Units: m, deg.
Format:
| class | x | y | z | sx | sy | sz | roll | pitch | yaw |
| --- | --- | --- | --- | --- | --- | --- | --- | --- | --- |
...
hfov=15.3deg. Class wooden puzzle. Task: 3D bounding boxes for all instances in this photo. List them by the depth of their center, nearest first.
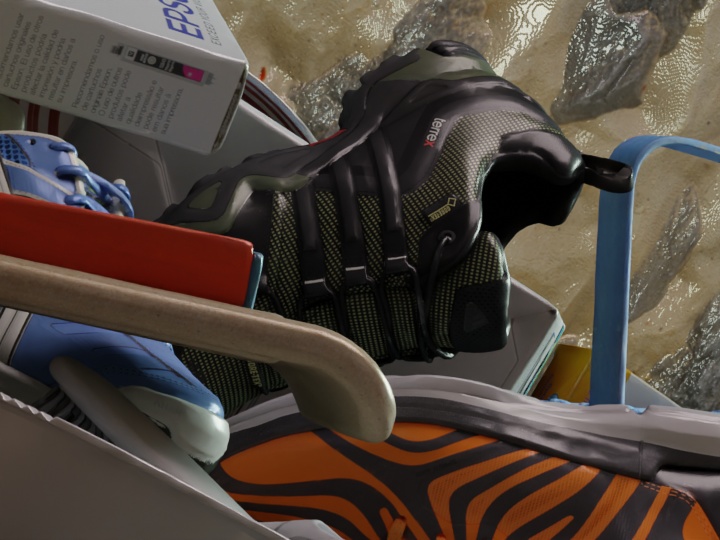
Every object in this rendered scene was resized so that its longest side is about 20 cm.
| class | x | y | z | sx | sy | sz | roll | pitch | yaw |
| --- | --- | --- | --- | --- | --- | --- | --- | --- | --- |
| wooden puzzle | -0.092 | -0.004 | 0.678 | 0.200 | 0.037 | 0.185 | 17 | -3 | -6 |

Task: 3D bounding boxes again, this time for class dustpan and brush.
| class | x | y | z | sx | sy | sz | roll | pitch | yaw |
| --- | --- | --- | --- | --- | --- | --- | --- | --- | --- |
| dustpan and brush | -0.032 | 0.061 | 0.595 | 0.200 | 0.057 | 0.140 | 35 | 1 | 42 |

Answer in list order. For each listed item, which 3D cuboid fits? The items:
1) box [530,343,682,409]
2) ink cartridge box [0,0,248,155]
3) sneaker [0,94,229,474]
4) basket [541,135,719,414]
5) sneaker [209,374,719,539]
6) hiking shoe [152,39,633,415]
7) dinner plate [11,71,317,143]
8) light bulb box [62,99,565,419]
| class | x | y | z | sx | sy | sz | roll | pitch | yaw |
| --- | --- | --- | --- | --- | --- | --- | --- | --- | --- |
| box | 0.136 | 0.132 | 1.117 | 0.200 | 0.119 | 0.041 | 34 | -10 | -17 |
| ink cartridge box | -0.151 | -0.117 | 0.935 | 0.200 | 0.043 | 0.196 | 17 | 19 | -21 |
| sneaker | -0.102 | 0.000 | 0.831 | 0.200 | 0.077 | 0.076 | 36 | 0 | 43 |
| basket | 0.152 | 0.056 | 1.022 | 0.176 | 0.200 | 0.139 | 10 | 0 | -34 |
| sneaker | 0.044 | 0.100 | 0.883 | 0.200 | 0.112 | 0.078 | 3 | -28 | -3 |
| hiking shoe | 0.000 | 0.000 | 0.919 | 0.101 | 0.200 | 0.076 | 32 | -26 | 35 |
| dinner plate | -0.083 | -0.037 | 1.260 | 0.200 | 0.024 | 0.200 | 20 | -44 | 20 |
| light bulb box | -0.029 | 0.017 | 1.087 | 0.198 | 0.125 | 0.200 | 34 | 0 | 6 |
